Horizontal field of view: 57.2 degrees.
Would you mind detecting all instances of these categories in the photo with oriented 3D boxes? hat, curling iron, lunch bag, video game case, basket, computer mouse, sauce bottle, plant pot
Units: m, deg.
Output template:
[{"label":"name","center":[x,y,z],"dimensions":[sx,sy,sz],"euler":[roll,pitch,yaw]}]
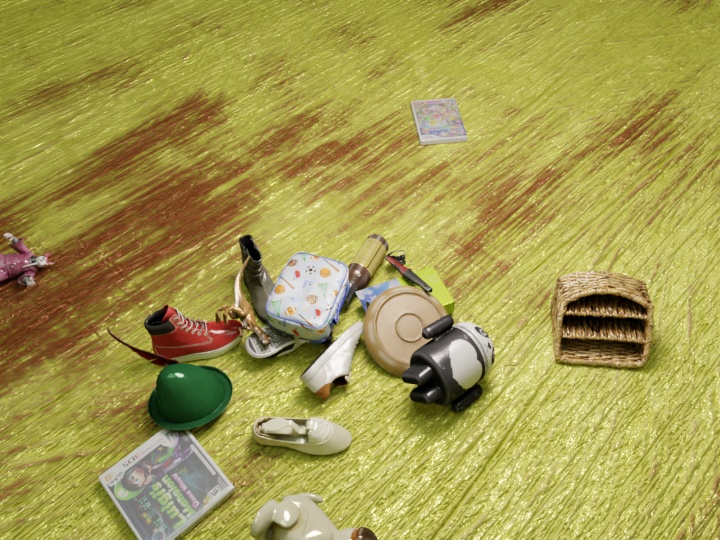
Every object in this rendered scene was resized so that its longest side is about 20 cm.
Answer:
[{"label":"hat","center":[-0.359,0.192,1.288],"dimensions":[0.196,0.179,0.166],"euler":[-19,40,-20]},{"label":"curling iron","center":[0.112,0.000,1.501],"dimensions":[0.049,0.026,0.200],"euler":[-21,30,-14]},{"label":"lunch bag","center":[-0.108,0.061,1.423],"dimensions":[0.157,0.076,0.202],"euler":[15,53,10]},{"label":"video game case","center":[0.232,-0.448,1.973],"dimensions":[0.139,0.018,0.203],"euler":[-5,48,-3]},{"label":"basket","center":[0.507,0.099,1.382],"dimensions":[0.195,0.145,0.151],"euler":[5,47,7]},{"label":"computer mouse","center":[-0.157,0.142,1.437],"dimensions":[0.196,0.044,0.111],"euler":[-19,57,-21]},{"label":"sauce bottle","center":[0.000,0.000,1.543],"dimensions":[0.064,0.066,0.201],"euler":[20,50,19]},{"label":"video game case","center":[-0.360,0.397,1.225],"dimensions":[0.181,0.024,0.199],"euler":[-35,56,-26]},{"label":"plant pot","center":[0.103,0.124,1.405],"dimensions":[0.195,0.028,0.205],"euler":[2,68,-6]}]

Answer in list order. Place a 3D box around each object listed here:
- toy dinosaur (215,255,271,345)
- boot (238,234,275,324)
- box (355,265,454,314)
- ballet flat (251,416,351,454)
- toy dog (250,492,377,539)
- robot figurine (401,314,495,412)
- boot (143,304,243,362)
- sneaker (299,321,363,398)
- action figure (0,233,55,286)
[{"label":"toy dinosaur","center":[-0.256,0.079,1.409],"dimensions":[0.105,0.060,0.203],"euler":[-12,70,-37]},{"label":"boot","center":[-0.227,0.021,1.487],"dimensions":[0.067,0.132,0.201],"euler":[-23,51,-19]},{"label":"box","center":[0.099,0.072,1.486],"dimensions":[0.196,0.048,0.123],"euler":[-18,49,-14]},{"label":"ballet flat","center":[-0.115,0.310,1.266],"dimensions":[0.195,0.070,0.070],"euler":[2,47,3]},{"label":"toy dog","center":[-0.066,0.467,1.094],"dimensions":[0.196,0.143,0.193],"euler":[16,13,18]},{"label":"robot figurine","center":[0.179,0.187,1.315],"dimensions":[0.198,0.153,0.124],"euler":[-29,47,-27]},{"label":"boot","center":[-0.348,0.118,1.395],"dimensions":[0.196,0.146,0.073],"euler":[-15,46,-13]},{"label":"sneaker","center":[-0.042,0.191,1.385],"dimensions":[0.085,0.073,0.200],"euler":[45,51,-1]},{"label":"action figure","center":[-0.837,-0.003,1.577],"dimensions":[0.196,0.149,0.137],"euler":[-7,75,-29]}]
